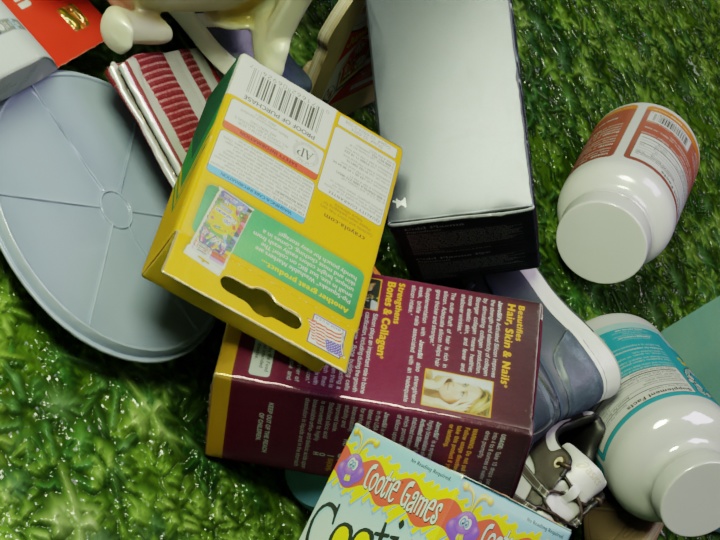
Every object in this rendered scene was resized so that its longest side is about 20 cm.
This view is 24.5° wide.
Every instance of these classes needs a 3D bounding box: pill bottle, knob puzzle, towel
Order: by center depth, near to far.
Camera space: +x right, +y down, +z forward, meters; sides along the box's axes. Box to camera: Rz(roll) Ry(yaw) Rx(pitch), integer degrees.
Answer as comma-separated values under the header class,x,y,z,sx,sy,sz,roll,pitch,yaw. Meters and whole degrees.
class,x,y,z,sx,sy,sz,roll,pitch,yaw
towel,-0.099,-0.084,1.131,0.144,0.023,0.200,61,17,-1
knob puzzle,0.011,-0.208,1.284,0.030,0.220,0.220,34,30,14
pill bottle,0.233,0.127,1.334,0.111,0.111,0.200,39,12,-31
pill bottle,0.249,-0.071,1.566,0.112,0.112,0.200,54,34,-12

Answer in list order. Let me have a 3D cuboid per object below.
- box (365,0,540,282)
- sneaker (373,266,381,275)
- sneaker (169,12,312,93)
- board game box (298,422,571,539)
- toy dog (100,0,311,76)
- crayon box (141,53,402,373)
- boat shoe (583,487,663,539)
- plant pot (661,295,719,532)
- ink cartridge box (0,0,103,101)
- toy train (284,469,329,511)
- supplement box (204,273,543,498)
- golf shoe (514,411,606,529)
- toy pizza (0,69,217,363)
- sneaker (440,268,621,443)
class,x,y,z,sx,sy,sz,roll,pitch,yaw
box,0.069,-0.110,1.211,0.182,0.104,0.201,56,28,-76
sneaker,0.000,0.000,1.168,0.200,0.077,0.112,61,25,-44
sneaker,-0.094,-0.206,1.175,0.200,0.084,0.075,45,17,-7
board game box,0.015,0.208,0.952,0.103,0.105,0.201,31,83,-38
toy dog,-0.126,-0.232,1.057,0.199,0.140,0.195,8,67,-22
crayon box,-0.054,-0.027,1.013,0.125,0.052,0.200,30,43,-15
boat shoe,0.242,0.187,1.404,0.200,0.071,0.065,-59,138,-46
plant pot,0.374,0.130,1.574,0.141,0.141,0.201,16,47,-49
ink cartridge box,-0.242,-0.183,1.001,0.160,0.047,0.200,48,36,-1
toy train,0.033,0.180,1.120,0.116,0.085,0.200,-29,91,-47
supplement box,0.009,0.070,1.059,0.199,0.086,0.111,11,47,-1
golf shoe,0.133,0.175,1.244,0.078,0.094,0.200,47,37,-24
toy pizza,-0.163,-0.032,1.042,0.200,0.032,0.201,32,44,-36
sneaker,0.084,0.051,1.280,0.146,0.077,0.202,-29,61,-32
